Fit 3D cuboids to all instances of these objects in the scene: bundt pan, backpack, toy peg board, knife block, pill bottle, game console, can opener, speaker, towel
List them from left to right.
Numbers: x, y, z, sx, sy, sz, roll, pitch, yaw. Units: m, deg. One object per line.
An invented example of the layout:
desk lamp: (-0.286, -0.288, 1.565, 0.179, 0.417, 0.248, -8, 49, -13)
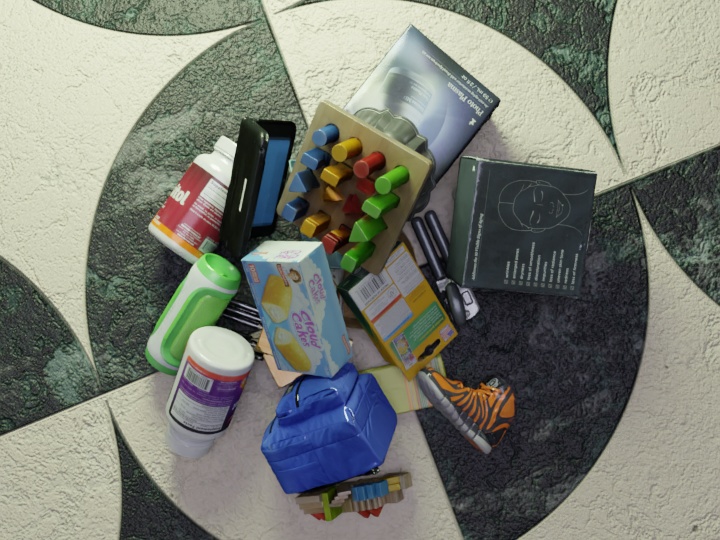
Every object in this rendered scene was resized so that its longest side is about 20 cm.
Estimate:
speaker: (-0.277, 0.073, 1.349, 0.088, 0.088, 0.201, 35, 106, 1)
pill bottle: (-0.252, 0.202, 1.329, 0.110, 0.112, 0.202, 24, 115, 0)
pill bottle: (-0.255, -0.118, 1.368, 0.112, 0.113, 0.201, 35, 87, 1)
game console: (-0.148, -0.130, 1.301, 0.115, 0.176, 0.203, 6, 108, -25)
knife block: (-0.131, 0.098, 1.385, 0.198, 0.064, 0.178, -26, 89, -1)
backpack: (-0.063, 0.252, 1.320, 0.198, 0.163, 0.169, -28, 97, 23)
toy peg board: (-0.028, -0.114, 1.224, 0.198, 0.098, 0.202, 31, 116, 11)
bundt pan: (0.016, -0.150, 1.300, 0.199, 0.076, 0.205, 11, 120, 20)
towel: (0.053, 0.204, 1.409, 0.197, 0.018, 0.088, -12, 84, -1)
can opener: (0.147, -0.006, 1.397, 0.052, 0.066, 0.203, -23, 84, 0)

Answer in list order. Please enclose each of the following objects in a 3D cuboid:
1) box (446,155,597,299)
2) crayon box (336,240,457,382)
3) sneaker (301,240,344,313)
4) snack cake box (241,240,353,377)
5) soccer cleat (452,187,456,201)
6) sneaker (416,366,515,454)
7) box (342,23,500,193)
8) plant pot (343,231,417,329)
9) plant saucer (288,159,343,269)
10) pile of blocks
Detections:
box: (0.252, -0.071, 1.307, 0.193, 0.124, 0.204, 5, 98, -9)
crayon box: (0.063, 0.067, 1.358, 0.125, 0.051, 0.201, -41, 115, -17)
sneaker: (-0.058, -0.005, 1.355, 0.072, 0.085, 0.204, -9, 85, 0)
snack cake box: (-0.094, 0.058, 1.258, 0.114, 0.067, 0.203, 4, 120, 36)
soccer cleat: (0.236, -0.073, 1.398, 0.198, 0.069, 0.078, 31, 90, -2)
sneaker: (0.183, 0.206, 1.374, 0.112, 0.077, 0.200, -47, 115, -11)
box: (0.095, -0.260, 1.376, 0.199, 0.123, 0.199, 39, 89, 1)
plant pot: (0.000, 0.000, 1.410, 0.196, 0.027, 0.204, 0, 87, -1)
plant saucer: (-0.076, -0.092, 1.352, 0.069, 0.019, 0.203, 3, 63, -28)
pile of blocks: (-0.007, 0.389, 1.366, 0.196, 0.082, 0.063, -11, 88, -2)
